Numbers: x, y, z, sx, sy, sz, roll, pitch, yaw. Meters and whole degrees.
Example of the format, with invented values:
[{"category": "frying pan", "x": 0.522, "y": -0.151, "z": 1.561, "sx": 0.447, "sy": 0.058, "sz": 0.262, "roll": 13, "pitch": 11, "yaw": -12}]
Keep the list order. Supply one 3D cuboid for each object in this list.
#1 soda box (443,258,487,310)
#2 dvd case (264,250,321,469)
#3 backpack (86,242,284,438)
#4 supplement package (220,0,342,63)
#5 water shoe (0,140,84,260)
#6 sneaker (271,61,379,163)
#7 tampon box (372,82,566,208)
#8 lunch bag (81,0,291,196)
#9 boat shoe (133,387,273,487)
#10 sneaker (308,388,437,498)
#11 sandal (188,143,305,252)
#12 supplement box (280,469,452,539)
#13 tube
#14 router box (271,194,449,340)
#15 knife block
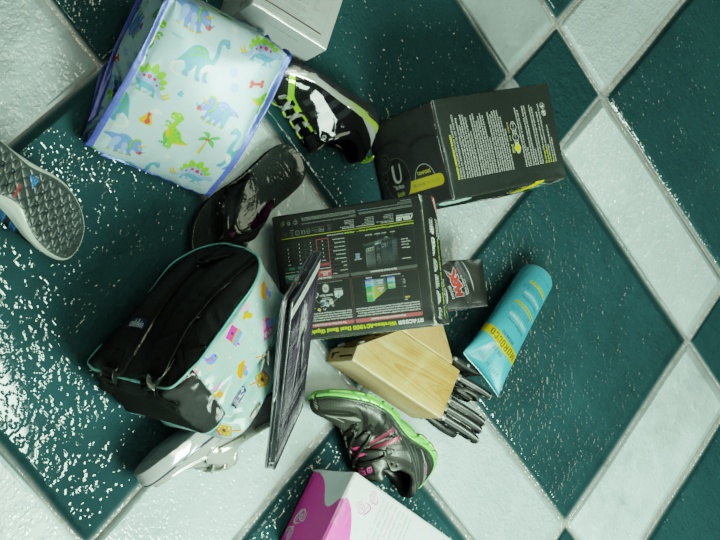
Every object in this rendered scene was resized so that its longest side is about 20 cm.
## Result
[{"category": "soda box", "x": 0.065, "y": 0.024, "z": 1.529, "sx": 0.197, "sy": 0.070, "sz": 0.065, "roll": -5, "pitch": 87, "yaw": -33}, {"category": "dvd case", "x": -0.075, "y": 0.097, "z": 1.335, "sx": 0.016, "sy": 0.149, "sz": 0.203, "roll": 11, "pitch": 113, "yaw": 6}, {"category": "backpack", "x": -0.169, "y": 0.075, "z": 1.311, "sx": 0.154, "sy": 0.174, "sz": 0.202, "roll": 48, "pitch": 59, "yaw": -37}, {"category": "supplement package", "x": -0.081, "y": -0.366, "z": 1.461, "sx": 0.113, "sy": 0.109, "sz": 0.203, "roll": 27, "pitch": 70, "yaw": -27}, {"category": "water shoe", "x": -0.368, "y": -0.086, "z": 1.262, "sx": 0.072, "sy": 0.078, "sz": 0.200, "roll": -60, "pitch": 140, "yaw": -20}, {"category": "sneaker", "x": -0.056, "y": -0.189, "z": 1.478, "sx": 0.198, "sy": 0.071, "sz": 0.084, "roll": 22, "pitch": 73, "yaw": -29}, {"category": "tampon box", "x": 0.138, "y": -0.153, "z": 1.554, "sx": 0.197, "sy": 0.149, "sz": 0.129, "roll": -12, "pitch": 90, "yaw": -33}, {"category": "lunch bag", "x": -0.200, "y": -0.201, "z": 1.356, "sx": 0.168, "sy": 0.127, "sz": 0.202, "roll": 21, "pitch": 102, "yaw": -29}, {"category": "boat shoe", "x": -0.165, "y": 0.196, "z": 1.361, "sx": 0.199, "sy": 0.071, "sz": 0.066, "roll": -35, "pitch": 101, "yaw": -38}, {"category": "sneaker", "x": 0.015, "y": 0.211, "z": 1.470, "sx": 0.199, "sy": 0.076, "sz": 0.085, "roll": 38, "pitch": 61, "yaw": -22}, {"category": "sandal", "x": -0.133, "y": -0.080, "z": 1.427, "sx": 0.075, "sy": 0.048, "sz": 0.201, "roll": 48, "pitch": 61, "yaw": -19}, {"category": "supplement box", "x": 0.019, "y": 0.333, "z": 1.441, "sx": 0.199, "sy": 0.103, "sz": 0.102, "roll": 39, "pitch": 66, "yaw": -24}, {"category": "tube", "x": 0.197, "y": 0.072, "z": 1.597, "sx": 0.078, "sy": 0.050, "sz": 0.201, "roll": 47, "pitch": 49, "yaw": -12}, {"category": "router box", "x": 0.000, "y": 0.000, "z": 1.416, "sx": 0.062, "sy": 0.197, "sz": 0.153, "roll": 3, "pitch": 81, "yaw": -68}, {"category": "knife block", "x": 0.071, "y": 0.154, "z": 1.521, "sx": 0.198, "sy": 0.064, "sz": 0.179, "roll": -17, "pitch": 93, "yaw": -34}]
